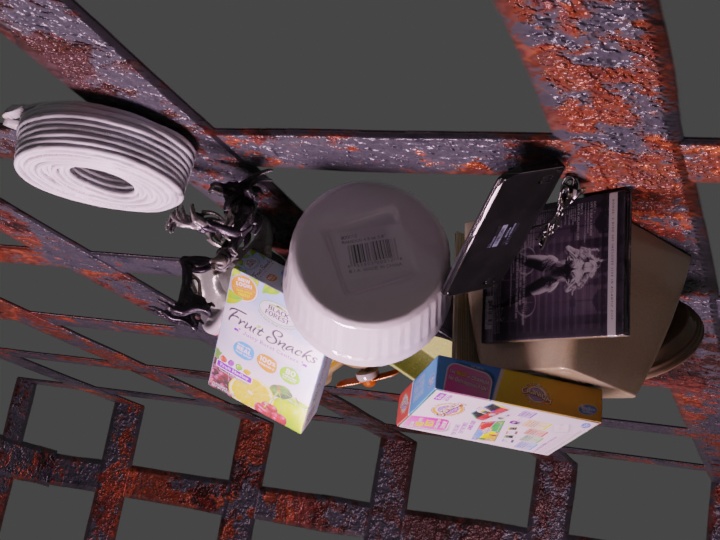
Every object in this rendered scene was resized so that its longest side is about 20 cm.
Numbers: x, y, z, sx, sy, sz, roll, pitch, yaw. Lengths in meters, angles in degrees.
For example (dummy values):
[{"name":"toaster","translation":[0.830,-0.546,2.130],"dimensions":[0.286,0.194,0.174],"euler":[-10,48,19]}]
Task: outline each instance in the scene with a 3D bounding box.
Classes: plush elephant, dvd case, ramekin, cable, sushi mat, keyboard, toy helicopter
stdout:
[{"name":"plush elephant","translation":[-0.125,0.008,1.474],"dimensions":[0.163,0.201,0.155],"euler":[2,142,34]},{"name":"dvd case","translation":[0.209,0.001,1.218],"dimensions":[0.016,0.151,0.199],"euler":[10,169,-39]},{"name":"ramekin","translation":[0.009,-0.002,1.267],"dimensions":[0.197,0.203,0.098],"euler":[10,158,3]},{"name":"cable","translation":[-0.285,-0.125,1.254],"dimensions":[0.198,0.070,0.199],"euler":[-4,159,43]},{"name":"sushi mat","translation":[0.150,0.055,1.368],"dimensions":[0.095,0.203,0.012],"euler":[19,150,-28]},{"name":"keyboard","translation":[0.162,-0.046,1.171],"dimensions":[0.126,0.021,0.201],"euler":[-10,147,-25]},{"name":"toy helicopter","translation":[-0.021,0.129,1.685],"dimensions":[0.079,0.133,0.200],"euler":[-31,172,-42]}]

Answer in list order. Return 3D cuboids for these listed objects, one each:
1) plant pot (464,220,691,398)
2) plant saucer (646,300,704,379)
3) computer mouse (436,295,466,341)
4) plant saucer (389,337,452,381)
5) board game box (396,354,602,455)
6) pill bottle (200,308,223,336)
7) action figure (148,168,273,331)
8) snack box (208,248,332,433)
[{"name":"plant pot","translation":[0.243,0.048,1.316],"dimensions":[0.198,0.180,0.199],"euler":[22,160,-37]},{"name":"plant saucer","translation":[0.336,0.080,1.435],"dimensions":[0.198,0.200,0.030],"euler":[-1,118,36]},{"name":"computer mouse","translation":[0.137,0.031,1.401],"dimensions":[0.198,0.142,0.046],"euler":[27,158,-23]},{"name":"plant saucer","translation":[0.141,0.098,1.536],"dimensions":[0.199,0.048,0.200],"euler":[35,136,-15]},{"name":"board game box","translation":[0.157,0.159,1.301],"dimensions":[0.197,0.041,0.153],"euler":[13,154,-11]},{"name":"pill bottle","translation":[-0.135,0.064,1.739],"dimensions":[0.198,0.121,0.119],"euler":[18,163,-26]},{"name":"action figure","translation":[-0.174,-0.040,1.279],"dimensions":[0.101,0.202,0.119],"euler":[27,164,-6]},{"name":"snack box","translation":[-0.104,0.090,1.386],"dimensions":[0.141,0.053,0.202],"euler":[26,129,10]}]
